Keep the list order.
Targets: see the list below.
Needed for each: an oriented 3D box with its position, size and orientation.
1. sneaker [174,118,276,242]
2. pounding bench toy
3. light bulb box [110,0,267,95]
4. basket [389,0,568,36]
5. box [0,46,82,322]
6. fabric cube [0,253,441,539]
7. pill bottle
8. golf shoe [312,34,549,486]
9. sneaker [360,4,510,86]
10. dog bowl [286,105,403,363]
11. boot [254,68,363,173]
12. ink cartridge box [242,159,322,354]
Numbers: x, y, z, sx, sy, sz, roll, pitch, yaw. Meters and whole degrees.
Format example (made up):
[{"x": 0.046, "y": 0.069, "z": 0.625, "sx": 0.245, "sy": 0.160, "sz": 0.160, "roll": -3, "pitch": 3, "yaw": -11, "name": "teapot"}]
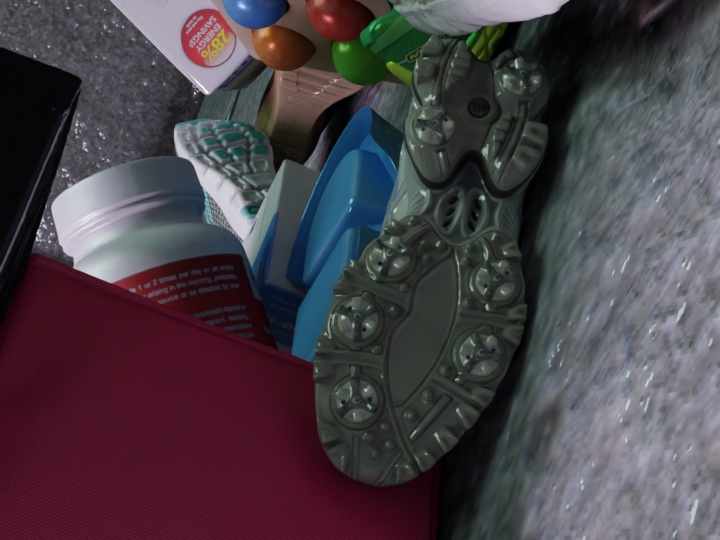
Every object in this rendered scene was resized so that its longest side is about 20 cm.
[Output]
[{"x": -0.092, "y": -0.039, "z": 1.090, "sx": 0.201, "sy": 0.077, "sz": 0.092, "roll": 55, "pitch": 141, "yaw": 45, "name": "sneaker"}, {"x": -0.003, "y": -0.188, "z": 0.914, "sx": 0.200, "sy": 0.123, "sz": 0.158, "roll": 51, "pitch": -127, "yaw": -66, "name": "pounding bench toy"}, {"x": -0.078, "y": -0.248, "z": 1.116, "sx": 0.198, "sy": 0.125, "sz": 0.200, "roll": -46, "pitch": 3, "yaw": 9, "name": "light bulb box"}, {"x": 0.044, "y": -0.219, "z": 0.582, "sx": 0.201, "sy": 0.160, "sz": 0.198, "roll": -57, "pitch": 13, "yaw": -1, "name": "basket"}, {"x": -0.209, "y": 0.033, "z": 0.581, "sx": 0.201, "sy": 0.116, "sz": 0.198, "roll": 121, "pitch": 167, "yaw": -46, "name": "box"}, {"x": -0.090, "y": 0.154, "z": 0.591, "sx": 0.201, "sy": 0.194, "sz": 0.201, "roll": -82, "pitch": 16, "yaw": -51, "name": "fabric cube"}, {"x": -0.102, "y": 0.047, "z": 0.806, "sx": 0.203, "sy": 0.111, "sz": 0.112, "roll": 71, "pitch": 157, "yaw": 10, "name": "pill bottle"}, {"x": 0.034, "y": 0.005, "z": 0.619, "sx": 0.098, "sy": 0.077, "sz": 0.202, "roll": 96, "pitch": -167, "yaw": -65, "name": "golf shoe"}, {"x": 0.055, "y": -0.193, "z": 0.765, "sx": 0.074, "sy": 0.083, "sz": 0.203, "roll": 158, "pitch": 131, "yaw": -75, "name": "sneaker"}, {"x": 0.000, "y": 0.000, "z": 0.775, "sx": 0.201, "sy": 0.049, "sz": 0.112, "roll": -85, "pitch": 21, "yaw": -50, "name": "dog bowl"}, {"x": -0.030, "y": -0.179, "z": 1.160, "sx": 0.167, "sy": 0.072, "sz": 0.201, "roll": -83, "pitch": 20, "yaw": -54, "name": "boot"}, {"x": -0.061, "y": 0.046, "z": 0.938, "sx": 0.117, "sy": 0.066, "sz": 0.201, "roll": -85, "pitch": 19, "yaw": -48, "name": "ink cartridge box"}]
